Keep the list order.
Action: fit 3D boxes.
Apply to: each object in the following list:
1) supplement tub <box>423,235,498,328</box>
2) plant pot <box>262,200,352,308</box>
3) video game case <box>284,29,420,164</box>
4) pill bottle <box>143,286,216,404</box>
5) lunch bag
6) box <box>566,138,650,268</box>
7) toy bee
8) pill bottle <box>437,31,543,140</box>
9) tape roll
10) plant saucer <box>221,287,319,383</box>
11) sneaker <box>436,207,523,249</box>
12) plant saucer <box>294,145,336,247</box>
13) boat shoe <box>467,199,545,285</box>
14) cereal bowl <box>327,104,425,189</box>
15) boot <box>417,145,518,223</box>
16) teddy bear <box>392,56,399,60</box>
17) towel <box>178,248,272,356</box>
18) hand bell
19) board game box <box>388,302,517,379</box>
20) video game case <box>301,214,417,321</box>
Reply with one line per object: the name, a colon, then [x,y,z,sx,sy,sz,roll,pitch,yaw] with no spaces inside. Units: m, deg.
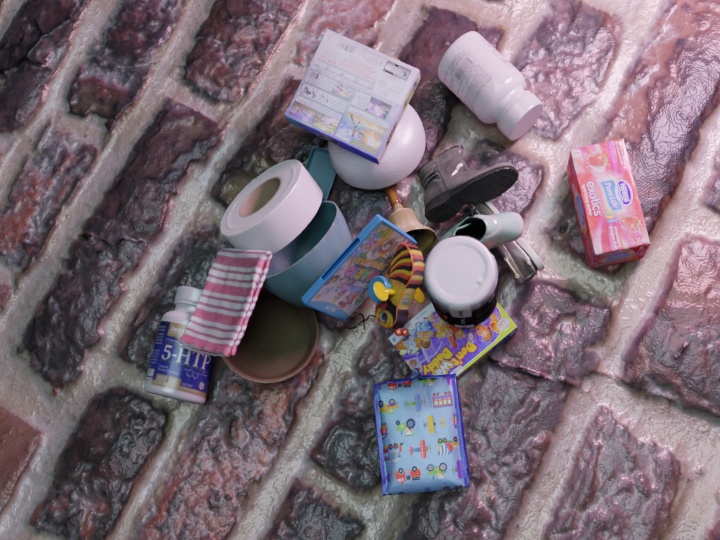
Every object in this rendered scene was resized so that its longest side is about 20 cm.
supplement tub: [0.173,0.026,1.349,0.119,0.200,0.126,-3,74,10]
plant pot: [-0.086,-0.009,1.478,0.199,0.200,0.136,-39,115,-1]
video game case: [-0.014,-0.321,1.478,0.197,0.045,0.184,26,84,11]
pill bottle: [-0.326,0.140,1.505,0.117,0.120,0.205,9,77,13]
lunch bag: [0.103,0.272,1.383,0.147,0.094,0.205,-8,85,9]
box: [0.443,-0.119,1.439,0.100,0.095,0.205,-10,73,7]
toy bee: [0.067,0.059,1.438,0.129,0.203,0.109,-15,49,-33]
pill bottle: [0.250,-0.349,1.528,0.114,0.114,0.201,-41,72,-2]
tape roll: [-0.169,-0.115,1.508,0.200,0.071,0.204,-31,30,20]
plant saucer: [-0.175,0.117,1.500,0.195,0.030,0.204,4,64,-7]
sneaker: [0.179,-0.060,1.422,0.199,0.116,0.076,-24,75,47]
plant saucer: [-0.097,-0.146,1.592,0.068,0.019,0.204,17,80,15]
boat shoe: [0.254,-0.063,1.472,0.060,0.072,0.203,-41,66,8]
cereal bowl: [0.025,-0.262,1.542,0.195,0.084,0.204,-8,59,13]
boot: [0.190,-0.184,1.480,0.197,0.067,0.133,-25,51,28]
teddy bear: [-0.013,-0.374,1.575,0.196,0.145,0.068,-22,108,4]
towel: [-0.239,0.051,1.414,0.144,0.030,0.204,3,67,42]
hand bell: [0.068,-0.129,1.532,0.102,0.105,0.203,-20,60,5]
board game box: [0.168,0.117,1.455,0.199,0.045,0.135,-39,72,-1]
video game case: [0.000,0.000,1.415,0.200,0.142,0.018,-47,59,11]
